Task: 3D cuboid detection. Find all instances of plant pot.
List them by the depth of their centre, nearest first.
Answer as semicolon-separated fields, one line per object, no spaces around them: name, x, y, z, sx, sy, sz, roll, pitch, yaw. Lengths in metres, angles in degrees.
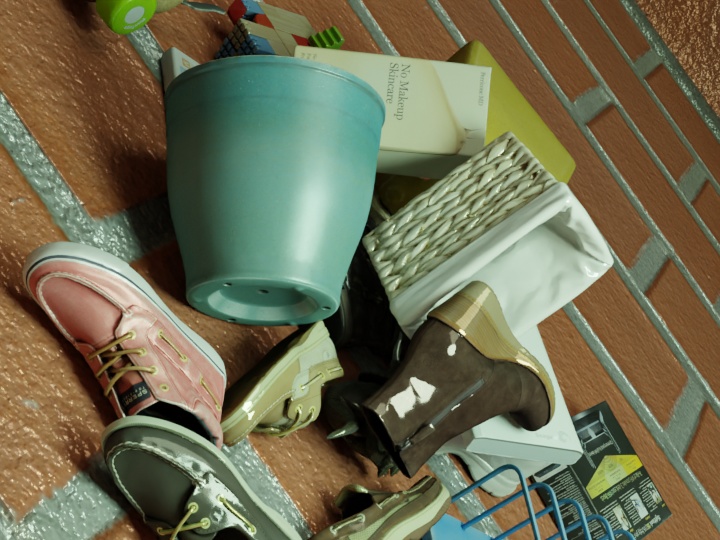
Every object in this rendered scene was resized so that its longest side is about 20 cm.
plant pot;-0.079;-0.058;1.273;0.200;0.199;0.189;24;60;-46
plant pot;0.107;-0.105;1.609;0.194;0.195;0.200;50;18;-10

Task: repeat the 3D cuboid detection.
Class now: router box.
router box;0.269;0.242;1.664;0.158;0.052;0.200;61;26;11

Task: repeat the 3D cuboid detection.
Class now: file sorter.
file sorter;0.170;0.289;1.365;0.200;0.122;0.139;33;34;-38

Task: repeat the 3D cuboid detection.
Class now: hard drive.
hard drive;0.139;0.100;1.470;0.131;0.026;0.201;11;43;-29

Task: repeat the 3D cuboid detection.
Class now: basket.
basket;0.116;-0.017;1.389;0.136;0.200;0.124;47;8;-50

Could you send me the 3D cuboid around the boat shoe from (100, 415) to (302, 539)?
boat shoe;-0.112;0.183;1.069;0.201;0.072;0.061;44;24;-27

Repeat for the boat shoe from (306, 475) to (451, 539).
boat shoe;0.015;0.211;1.252;0.075;0.075;0.202;51;26;4

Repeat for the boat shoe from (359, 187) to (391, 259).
boat shoe;-0.002;-0.042;1.535;0.066;0.072;0.201;-48;123;-26

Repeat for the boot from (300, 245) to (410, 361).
boot;0.000;0.000;1.461;0.174;0.069;0.202;6;79;-58

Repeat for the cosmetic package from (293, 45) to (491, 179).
cosmetic package;0.026;-0.156;1.458;0.073;0.198;0.104;94;1;-72

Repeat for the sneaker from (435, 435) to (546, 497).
sneaker;0.115;0.153;1.472;0.200;0.087;0.075;33;35;-35

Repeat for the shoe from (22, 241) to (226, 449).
shoe;-0.175;0.064;1.103;0.200;0.071;0.091;43;22;-32

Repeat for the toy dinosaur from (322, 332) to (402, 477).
toy dinosaur;0.004;0.135;1.345;0.102;0.077;0.199;47;32;19

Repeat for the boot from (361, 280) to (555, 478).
boot;0.089;0.124;1.327;0.072;0.167;0.200;21;-28;46

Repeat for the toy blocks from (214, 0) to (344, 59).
toy blocks;-0.092;-0.226;1.581;0.136;0.100;0.201;9;39;-44

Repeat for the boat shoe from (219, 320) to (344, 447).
boat shoe;-0.063;0.104;1.244;0.067;0.074;0.200;55;30;-4

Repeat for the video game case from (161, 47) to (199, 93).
video game case;-0.120;-0.111;1.462;0.182;0.023;0.201;31;35;-40

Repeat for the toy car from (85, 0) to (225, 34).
toy car;-0.202;-0.316;1.443;0.165;0.158;0.200;52;13;19
